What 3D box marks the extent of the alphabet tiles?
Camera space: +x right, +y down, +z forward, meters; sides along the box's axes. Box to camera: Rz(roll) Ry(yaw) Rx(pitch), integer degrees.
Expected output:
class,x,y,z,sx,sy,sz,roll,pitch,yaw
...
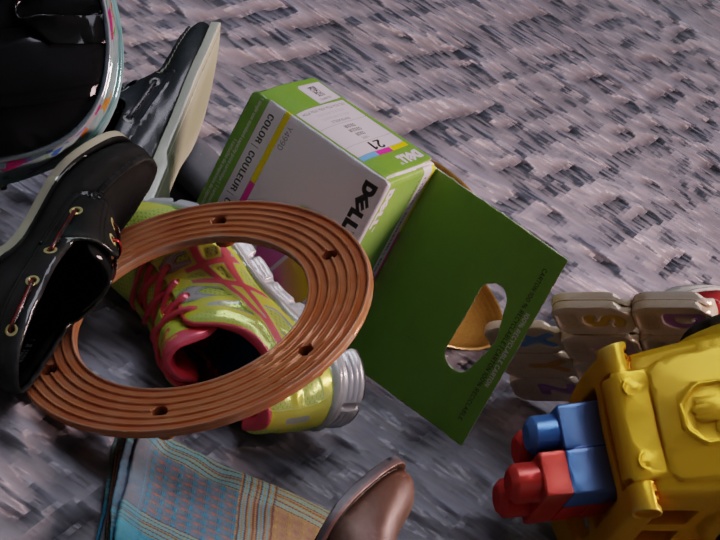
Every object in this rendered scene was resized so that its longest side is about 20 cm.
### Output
class,x,y,z,sx,sy,sz,roll,pitch,yaw
alphabet tiles,0.182,0.060,1.562,0.195,0.015,0.200,0,-26,15

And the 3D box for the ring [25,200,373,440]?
class,x,y,z,sx,sy,sz,roll,pitch,yaw
ring,-0.090,0.027,1.356,0.200,0.019,0.200,-10,35,7

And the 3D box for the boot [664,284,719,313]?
class,x,y,z,sx,sy,sz,roll,pitch,yaw
boot,0.248,0.054,1.704,0.144,0.072,0.200,7,9,44

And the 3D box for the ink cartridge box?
class,x,y,z,sx,sy,sz,roll,pitch,yaw
ink cartridge box,0.000,0.000,1.494,0.200,0.148,0.076,35,23,16

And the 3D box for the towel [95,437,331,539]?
class,x,y,z,sx,sy,sz,roll,pitch,yaw
towel,-0.040,0.151,1.284,0.200,0.022,0.147,24,23,-11

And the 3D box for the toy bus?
class,x,y,z,sx,sy,sz,roll,pitch,yaw
toy bus,0.165,0.116,1.453,0.192,0.200,0.136,-8,70,-11

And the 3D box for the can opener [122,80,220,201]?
class,x,y,z,sx,sy,sz,roll,pitch,yaw
can opener,-0.125,-0.055,1.623,0.067,0.053,0.200,-30,56,-28

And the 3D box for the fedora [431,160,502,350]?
class,x,y,z,sx,sy,sz,roll,pitch,yaw
fedora,0.027,-0.027,1.674,0.200,0.082,0.201,25,21,-10

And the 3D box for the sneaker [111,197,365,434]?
class,x,y,z,sx,sy,sz,roll,pitch,yaw
sneaker,-0.093,0.025,1.430,0.200,0.078,0.090,35,32,26

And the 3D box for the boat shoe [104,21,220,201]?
class,x,y,z,sx,sy,sz,roll,pitch,yaw
boat shoe,-0.139,-0.087,1.568,0.066,0.075,0.199,14,56,5

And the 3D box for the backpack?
class,x,y,z,sx,sy,sz,roll,pitch,yaw
backpack,-0.231,-0.126,1.393,0.200,0.178,0.151,-14,-4,4

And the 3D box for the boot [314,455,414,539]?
class,x,y,z,sx,sy,sz,roll,pitch,yaw
boot,0.051,0.198,1.184,0.200,0.064,0.186,29,50,9

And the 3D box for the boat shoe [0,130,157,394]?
class,x,y,z,sx,sy,sz,roll,pitch,yaw
boat shoe,-0.160,-0.004,1.351,0.063,0.074,0.201,19,41,16
